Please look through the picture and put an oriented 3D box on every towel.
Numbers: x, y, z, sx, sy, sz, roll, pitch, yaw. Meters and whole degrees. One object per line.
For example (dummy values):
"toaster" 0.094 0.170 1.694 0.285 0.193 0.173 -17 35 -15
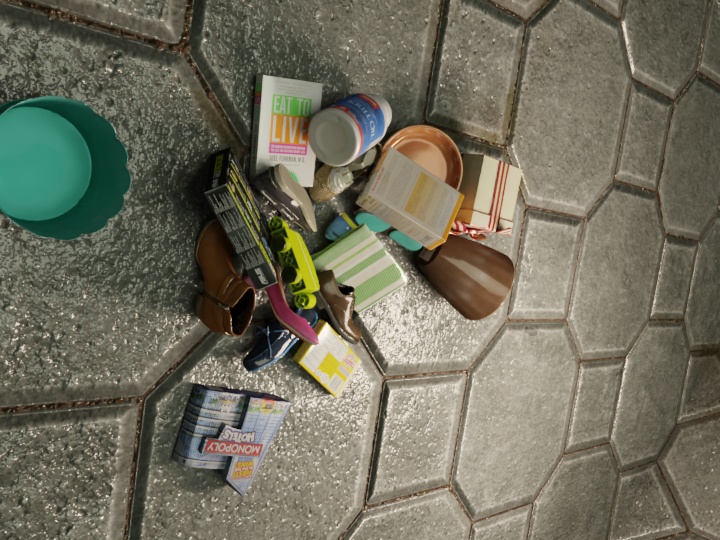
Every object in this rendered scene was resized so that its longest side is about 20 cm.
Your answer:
"towel" 0.000 0.000 1.408 0.152 0.023 0.200 -32 129 14

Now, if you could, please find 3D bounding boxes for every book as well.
"book" -0.147 -0.265 1.260 0.133 0.048 0.202 -5 106 -40

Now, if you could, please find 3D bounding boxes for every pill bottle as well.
"pill bottle" -0.013 -0.289 1.299 0.200 0.112 0.113 -48 131 -53

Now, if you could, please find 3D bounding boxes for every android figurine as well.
"android figurine" -0.126 -0.015 1.253 0.041 0.200 0.183 -21 86 5

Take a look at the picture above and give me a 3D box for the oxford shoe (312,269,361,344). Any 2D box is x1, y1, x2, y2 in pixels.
"oxford shoe" -0.037 0.080 1.398 0.084 0.073 0.201 -32 126 -2

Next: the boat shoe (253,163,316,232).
"boat shoe" -0.141 -0.133 1.264 0.200 0.062 0.073 55 21 -57

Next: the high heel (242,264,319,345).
"high heel" -0.138 0.054 1.265 0.096 0.200 0.067 -48 168 -14

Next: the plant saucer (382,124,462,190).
"plant saucer" 0.130 -0.224 1.466 0.199 0.037 0.202 -2 101 -9

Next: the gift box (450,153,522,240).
"gift box" 0.267 -0.171 1.551 0.184 0.199 0.188 9 95 -37

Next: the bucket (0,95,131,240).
"bucket" -0.453 -0.151 0.945 0.206 0.134 0.209 -12 108 -40

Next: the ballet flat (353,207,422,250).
"ballet flat" 0.063 -0.110 1.471 0.200 0.072 0.072 26 82 -35

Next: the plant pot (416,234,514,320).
"plant pot" 0.237 -0.005 1.589 0.199 0.187 0.188 30 79 -27

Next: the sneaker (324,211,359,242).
"sneaker" -0.007 -0.049 1.428 0.078 0.066 0.200 -42 135 5

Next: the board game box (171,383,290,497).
"board game box" -0.256 0.337 1.283 0.199 0.061 0.201 18 87 -43

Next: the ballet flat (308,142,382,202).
"ballet flat" -0.027 -0.213 1.361 0.200 0.065 0.071 -48 125 -23

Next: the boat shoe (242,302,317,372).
"boat shoe" -0.171 0.123 1.312 0.200 0.084 0.069 -46 120 -45

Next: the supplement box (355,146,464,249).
"supplement box" 0.107 -0.152 1.398 0.199 0.073 0.127 31 67 -13

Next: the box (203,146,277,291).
"box" -0.206 -0.094 1.150 0.047 0.194 0.201 -20 120 5

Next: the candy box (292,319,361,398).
"candy box" -0.068 0.195 1.413 0.103 0.026 0.200 -57 143 -17

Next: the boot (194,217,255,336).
"boot" -0.239 0.013 1.159 0.076 0.155 0.201 12 92 -37
